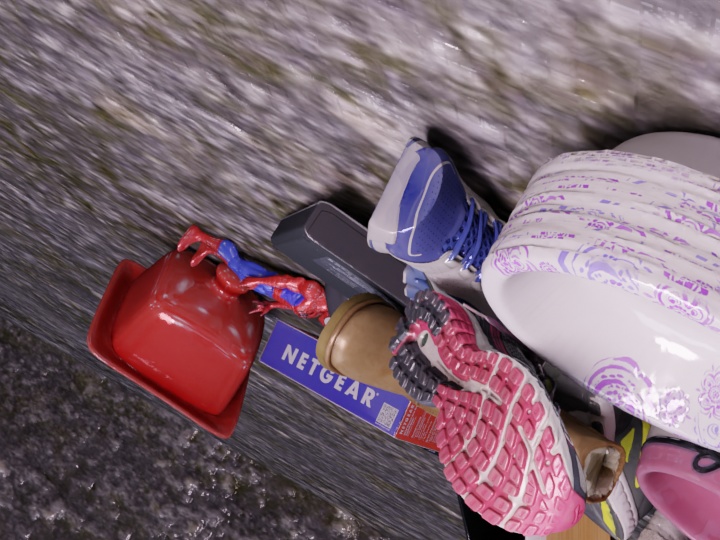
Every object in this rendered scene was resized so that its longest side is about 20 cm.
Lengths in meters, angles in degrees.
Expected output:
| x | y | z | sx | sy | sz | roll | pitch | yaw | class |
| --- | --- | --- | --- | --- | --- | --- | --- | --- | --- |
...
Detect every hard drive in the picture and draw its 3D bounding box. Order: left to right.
| x | y | z | sx | sy | sz | roll | pitch | yaw | class |
| --- | --- | --- | --- | --- | --- | --- | --- | --- | --- |
| 0.000 | 0.000 | 0.975 | 0.139 | 0.033 | 0.200 | 34 | 172 | -9 | hard drive |

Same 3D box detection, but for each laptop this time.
| x | y | z | sx | sy | sz | roll | pitch | yaw | class |
| --- | --- | --- | --- | --- | --- | --- | --- | --- | --- |
| 0.093 | 0.238 | 1.334 | 0.199 | 0.104 | 0.177 | 22 | -176 | 26 | laptop |

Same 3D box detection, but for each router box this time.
| x | y | z | sx | sy | sz | roll | pitch | yaw | class |
| --- | --- | --- | --- | --- | --- | --- | --- | --- | --- |
| 0.022 | 0.127 | 1.232 | 0.199 | 0.049 | 0.179 | 24 | 179 | 40 | router box |

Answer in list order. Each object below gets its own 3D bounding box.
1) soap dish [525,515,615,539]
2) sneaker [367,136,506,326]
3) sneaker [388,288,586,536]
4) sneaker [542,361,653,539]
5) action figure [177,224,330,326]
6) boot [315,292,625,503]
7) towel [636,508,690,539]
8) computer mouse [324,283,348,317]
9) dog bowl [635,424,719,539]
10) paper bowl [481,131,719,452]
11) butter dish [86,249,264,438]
| x | y | z | sx | sy | sz | roll | pitch | yaw | class |
| --- | --- | --- | --- | --- | --- | --- | --- | --- | --- |
| 0.209 | 0.251 | 1.126 | 0.081 | 0.201 | 0.157 | -6 | 149 | 18 | soap dish |
| 0.082 | -0.013 | 0.775 | 0.115 | 0.081 | 0.199 | 22 | 169 | 20 | sneaker |
| 0.085 | 0.076 | 0.695 | 0.074 | 0.081 | 0.200 | 18 | -157 | -26 | sneaker |
| 0.202 | 0.123 | 0.958 | 0.074 | 0.084 | 0.201 | 28 | 145 | 47 | sneaker |
| -0.099 | 0.015 | 1.236 | 0.199 | 0.052 | 0.066 | 22 | 158 | 22 | action figure |
| 0.084 | 0.094 | 0.871 | 0.199 | 0.066 | 0.175 | 29 | -176 | 30 | boot |
| 0.293 | 0.265 | 1.096 | 0.034 | 0.133 | 0.200 | 25 | 164 | 33 | towel |
| 0.049 | 0.083 | 1.158 | 0.200 | 0.046 | 0.140 | 42 | 164 | -32 | computer mouse |
| 0.292 | 0.167 | 0.872 | 0.200 | 0.074 | 0.200 | 36 | 166 | 11 | dog bowl |
| 0.170 | 0.008 | 0.603 | 0.200 | 0.105 | 0.201 | 29 | 163 | 9 | paper bowl |
| -0.179 | 0.051 | 1.337 | 0.199 | 0.148 | 0.200 | 37 | -155 | -16 | butter dish |
